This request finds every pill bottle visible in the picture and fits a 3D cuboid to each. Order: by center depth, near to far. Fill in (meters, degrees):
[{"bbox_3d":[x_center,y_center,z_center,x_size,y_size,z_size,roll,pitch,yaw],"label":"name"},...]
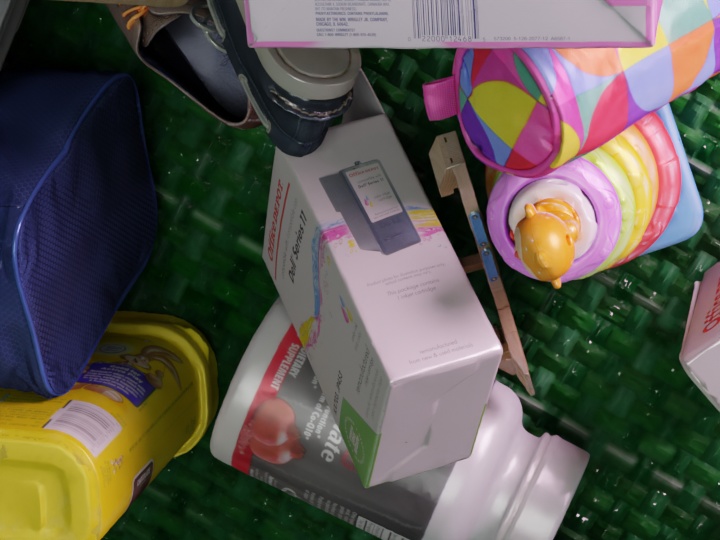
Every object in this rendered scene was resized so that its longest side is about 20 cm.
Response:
[{"bbox_3d":[0.024,0.099,1.278,0.200,0.111,0.111,25,111,6],"label":"pill bottle"}]

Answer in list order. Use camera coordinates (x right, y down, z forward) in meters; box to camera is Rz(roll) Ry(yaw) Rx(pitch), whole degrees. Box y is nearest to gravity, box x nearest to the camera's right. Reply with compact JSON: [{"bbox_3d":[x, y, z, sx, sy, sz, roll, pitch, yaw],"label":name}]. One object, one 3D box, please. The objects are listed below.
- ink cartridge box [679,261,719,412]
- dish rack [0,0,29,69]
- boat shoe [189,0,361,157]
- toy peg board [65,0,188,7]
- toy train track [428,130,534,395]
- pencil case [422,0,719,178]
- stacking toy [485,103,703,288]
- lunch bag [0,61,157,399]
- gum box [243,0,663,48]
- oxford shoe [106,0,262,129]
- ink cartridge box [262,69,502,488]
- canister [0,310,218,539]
[{"bbox_3d":[0.274,0.000,1.164,0.200,0.146,0.084,-38,97,22],"label":"ink cartridge box"},{"bbox_3d":[-0.261,-0.168,1.253,0.200,0.044,0.172,11,75,29],"label":"dish rack"},{"bbox_3d":[-0.050,-0.145,1.200,0.075,0.200,0.062,-3,137,-27],"label":"boat shoe"},{"bbox_3d":[-0.169,-0.248,1.126,0.098,0.199,0.200,50,131,44],"label":"toy peg board"},{"bbox_3d":[0.058,-0.003,1.211,0.033,0.115,0.200,-16,143,3],"label":"toy train track"},{"bbox_3d":[0.131,-0.118,1.142,0.088,0.200,0.088,33,136,37],"label":"pencil case"},{"bbox_3d":[0.107,-0.033,1.167,0.110,0.200,0.116,-16,103,18],"label":"stacking toy"},{"bbox_3d":[-0.206,-0.033,1.253,0.132,0.200,0.136,6,127,16],"label":"lunch bag"},{"bbox_3d":[0.042,-0.152,1.047,0.200,0.114,0.066,1,114,11],"label":"gum box"},{"bbox_3d":[-0.114,-0.162,1.251,0.200,0.073,0.071,46,112,-2],"label":"oxford shoe"},{"bbox_3d":[0.000,0.000,1.200,0.067,0.200,0.117,-15,149,-17],"label":"ink cartridge box"},{"bbox_3d":[-0.181,0.093,1.280,0.148,0.200,0.087,2,107,14],"label":"canister"}]
